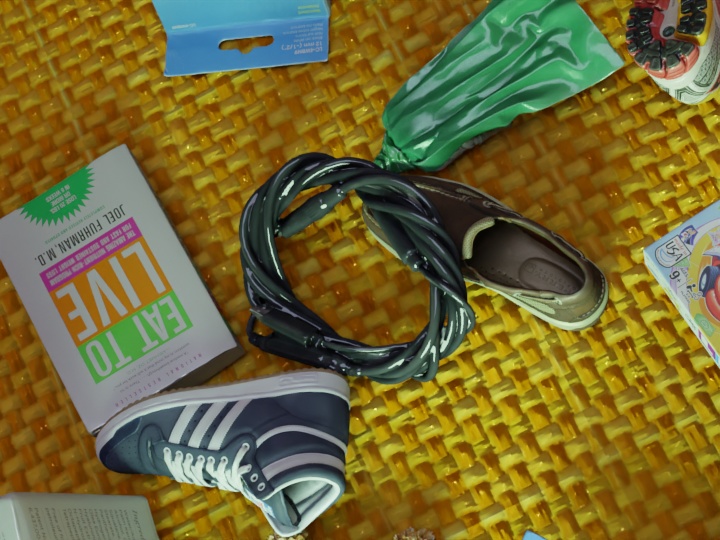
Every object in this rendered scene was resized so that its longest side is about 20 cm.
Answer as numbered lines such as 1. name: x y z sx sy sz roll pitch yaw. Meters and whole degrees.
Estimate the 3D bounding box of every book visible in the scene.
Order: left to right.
1. book: -0.194 0.016 1.194 0.133 0.048 0.200 -32 69 1

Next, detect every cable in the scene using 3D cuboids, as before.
1. cable: 0.000 0.000 1.119 0.200 0.051 0.164 14 99 29

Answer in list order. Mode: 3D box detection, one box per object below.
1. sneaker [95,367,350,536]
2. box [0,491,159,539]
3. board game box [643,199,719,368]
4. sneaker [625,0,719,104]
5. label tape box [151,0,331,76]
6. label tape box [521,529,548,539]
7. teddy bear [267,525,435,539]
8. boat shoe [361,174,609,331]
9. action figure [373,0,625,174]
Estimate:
1. sneaker: -0.102 0.143 1.104 0.200 0.070 0.109 -14 52 10
2. box: -0.243 0.278 1.053 0.199 0.171 0.200 -25 71 19
3. board game box: 0.273 0.034 0.861 0.134 0.034 0.200 -34 71 2
4. sneaker: 0.242 -0.212 1.126 0.078 0.082 0.200 -4 60 33
5. label tape box: -0.100 -0.266 1.226 0.143 0.066 0.200 -4 74 13
6. label tape box: 0.176 0.283 1.018 0.200 0.063 0.144 24 84 19
7. teddy bear: -0.027 0.250 1.077 0.200 0.067 0.145 -2 74 14
8. boat shoe: 0.088 -0.025 1.111 0.202 0.075 0.075 23 83 18
9. action figure: 0.087 -0.137 1.151 0.200 0.055 0.118 -38 72 10
